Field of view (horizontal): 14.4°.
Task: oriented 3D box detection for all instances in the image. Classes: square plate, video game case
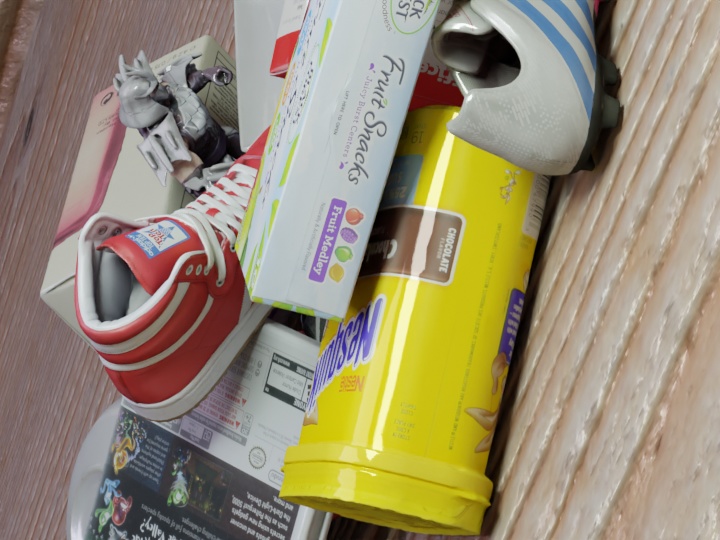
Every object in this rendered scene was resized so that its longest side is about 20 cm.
[{"bbox_3d":[-0.002,-0.181,1.757,0.198,0.028,0.200,-41,29,22],"label":"square plate"},{"bbox_3d":[-0.079,0.113,1.591,0.200,0.023,0.182,23,99,51],"label":"video game case"}]

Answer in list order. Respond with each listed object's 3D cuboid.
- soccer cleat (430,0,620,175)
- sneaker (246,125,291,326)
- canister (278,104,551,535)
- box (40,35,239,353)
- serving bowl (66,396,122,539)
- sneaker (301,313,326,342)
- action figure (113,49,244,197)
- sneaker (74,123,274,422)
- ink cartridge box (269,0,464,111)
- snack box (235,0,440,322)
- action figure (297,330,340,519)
[{"bbox_3d":[0.077,-0.129,1.390,0.200,0.086,0.070,-91,20,-46],"label":"soccer cleat"},{"bbox_3d":[-0.067,0.008,1.671,0.088,0.080,0.200,-96,31,-80],"label":"sneaker"},{"bbox_3d":[0.030,0.027,1.436,0.149,0.086,0.200,162,122,-74],"label":"canister"},{"bbox_3d":[-0.117,-0.033,1.881,0.109,0.128,0.200,-25,35,29],"label":"box"},{"bbox_3d":[-0.146,0.172,1.900,0.200,0.066,0.201,-5,84,57],"label":"serving bowl"},{"bbox_3d":[0.000,0.000,1.617,0.091,0.066,0.200,125,153,-51],"label":"sneaker"},{"bbox_3d":[-0.086,-0.073,1.775,0.069,0.200,0.130,-30,47,20],"label":"action figure"},{"bbox_3d":[-0.081,-0.025,1.536,0.200,0.071,0.113,-59,-32,-16],"label":"sneaker"},{"bbox_3d":[0.022,-0.153,1.574,0.067,0.116,0.200,-179,103,-75],"label":"ink cartridge box"},{"bbox_3d":[-0.009,-0.086,1.420,0.142,0.053,0.200,-122,48,-77],"label":"snack box"},{"bbox_3d":[-0.025,0.095,1.663,0.065,0.052,0.200,-54,20,9],"label":"action figure"}]
